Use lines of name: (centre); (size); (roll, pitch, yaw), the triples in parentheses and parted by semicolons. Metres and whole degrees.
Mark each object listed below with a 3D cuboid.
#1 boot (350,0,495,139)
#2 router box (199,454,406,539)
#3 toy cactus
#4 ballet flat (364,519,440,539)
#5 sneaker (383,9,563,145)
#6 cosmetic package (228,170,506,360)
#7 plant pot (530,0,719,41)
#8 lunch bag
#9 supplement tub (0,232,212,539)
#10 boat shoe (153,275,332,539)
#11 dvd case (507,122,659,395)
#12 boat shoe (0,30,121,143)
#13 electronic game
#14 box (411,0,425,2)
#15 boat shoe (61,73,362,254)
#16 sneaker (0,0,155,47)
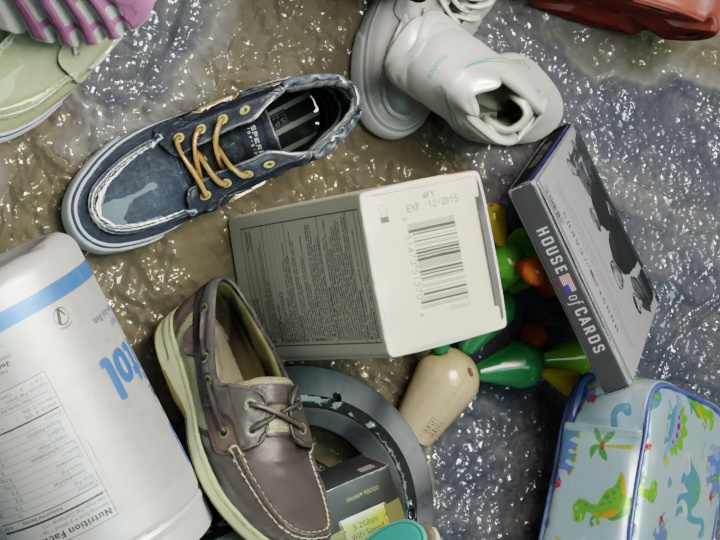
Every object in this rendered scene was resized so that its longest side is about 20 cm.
boot: (0.059, -0.189, 1.311); (0.073, 0.096, 0.200); (22, 77, -24)
router box: (-0.053, 0.228, 1.215); (0.200, 0.052, 0.158); (-22, 100, -18)
toy cactus: (0.086, 0.049, 1.312); (0.200, 0.102, 0.165); (32, 91, -45)
ballet flat: (-0.013, 0.241, 1.179); (0.200, 0.067, 0.062); (-50, 135, -8)
sneaker: (0.092, -0.111, 1.295); (0.071, 0.080, 0.200); (-55, 151, 12)
cosmetic package: (0.000, 0.000, 1.212); (0.087, 0.200, 0.104); (-13, 94, -27)
plant pot: (0.200, -0.273, 1.344); (0.200, 0.201, 0.196); (14, 88, -25)
lunch bag: (0.191, 0.180, 1.336); (0.161, 0.082, 0.201); (23, 75, -53)
supplement tub: (-0.188, 0.091, 1.151); (0.132, 0.132, 0.200); (-31, 101, -25)
boat shoe: (-0.069, 0.088, 1.180); (0.073, 0.065, 0.200); (0, 47, -42)
dvd case: (0.157, -0.014, 1.312); (0.025, 0.200, 0.151); (-24, 98, 19)
boat shoe: (-0.184, -0.159, 1.206); (0.072, 0.062, 0.200); (46, 69, -17)
electronic game: (-0.045, 0.162, 1.266); (0.199, 0.042, 0.201); (-1, 92, -21)
box: (-0.018, -0.294, 1.212); (0.200, 0.166, 0.165); (17, 79, -4)
boat shoe: (-0.095, -0.076, 1.229); (0.200, 0.091, 0.071); (-31, 100, -25)
sneaker: (-0.218, -0.191, 1.153); (0.200, 0.081, 0.089); (6, 63, 9)
